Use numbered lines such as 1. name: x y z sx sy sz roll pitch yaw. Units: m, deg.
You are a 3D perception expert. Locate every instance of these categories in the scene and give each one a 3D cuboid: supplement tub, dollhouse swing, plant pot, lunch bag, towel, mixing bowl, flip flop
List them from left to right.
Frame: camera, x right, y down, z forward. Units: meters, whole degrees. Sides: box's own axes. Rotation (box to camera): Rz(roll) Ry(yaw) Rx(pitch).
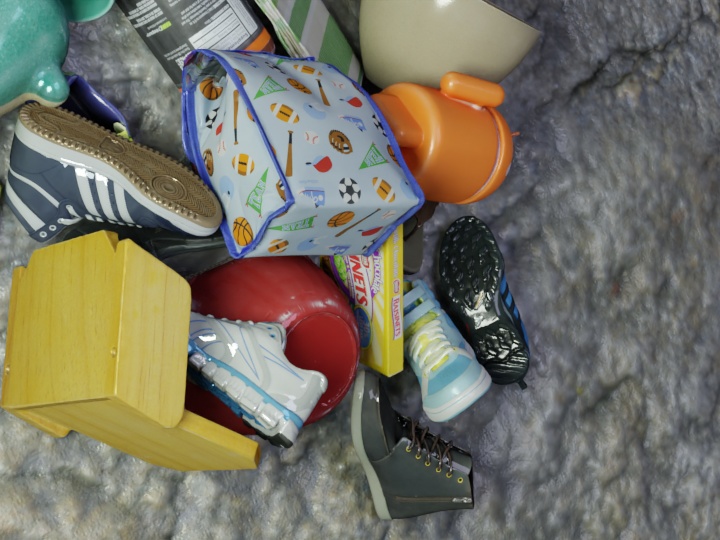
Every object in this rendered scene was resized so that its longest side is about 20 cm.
1. dollhouse swing: -0.188 0.077 1.317 0.176 0.200 0.182 12 75 -37
2. supplement tub: -0.155 -0.234 1.460 0.107 0.107 0.200 -49 114 -34
3. mixing bowl: -0.074 0.075 1.439 0.200 0.108 0.201 -10 106 -38
4. lunch bag: -0.065 -0.115 1.387 0.170 0.124 0.200 -2 60 -44
5. towel: -0.060 -0.253 1.548 0.200 0.023 0.153 53 23 -24
6. flip flop: 0.058 -0.094 1.646 0.081 0.058 0.200 26 67 -34
7. plant pot: 0.076 -0.247 1.623 0.200 0.200 0.135 21 104 -36

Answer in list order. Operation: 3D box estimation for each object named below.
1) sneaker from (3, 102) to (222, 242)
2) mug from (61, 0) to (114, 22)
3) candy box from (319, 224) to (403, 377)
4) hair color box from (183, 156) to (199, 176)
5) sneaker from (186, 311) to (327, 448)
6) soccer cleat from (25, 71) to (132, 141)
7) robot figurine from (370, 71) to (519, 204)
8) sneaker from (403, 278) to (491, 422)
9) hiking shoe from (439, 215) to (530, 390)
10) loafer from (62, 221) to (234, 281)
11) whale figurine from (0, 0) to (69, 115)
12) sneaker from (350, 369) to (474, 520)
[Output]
1. sneaker: -0.226 -0.060 1.341 0.200 0.109 0.070 28 32 0
2. mug: -0.259 -0.307 1.346 0.185 0.152 0.115 24 64 -15
3. candy box: 0.000 0.000 1.503 0.026 0.102 0.200 -26 125 -40
4. hair color box: -0.075 -0.088 1.532 0.200 0.061 0.099 -15 94 -41
5. sneaker: -0.114 0.070 1.344 0.200 0.075 0.087 37 69 14
6. soccer cleat: -0.228 -0.101 1.389 0.200 0.084 0.065 50 55 -24
7. robot figurine: 0.079 -0.129 1.543 0.200 0.116 0.144 6 92 -47
8. sneaker: 0.066 0.077 1.564 0.079 0.200 0.131 -36 101 2
9. hiking shoe: 0.139 0.038 1.696 0.087 0.074 0.200 41 34 -73
10. loafer: -0.176 -0.017 1.398 0.200 0.073 0.072 -11 132 -14
11. whale figurine: -0.320 -0.187 1.270 0.159 0.104 0.200 22 43 -8
12. sneaker: 0.055 0.171 1.524 0.075 0.106 0.200 -83 162 -46
